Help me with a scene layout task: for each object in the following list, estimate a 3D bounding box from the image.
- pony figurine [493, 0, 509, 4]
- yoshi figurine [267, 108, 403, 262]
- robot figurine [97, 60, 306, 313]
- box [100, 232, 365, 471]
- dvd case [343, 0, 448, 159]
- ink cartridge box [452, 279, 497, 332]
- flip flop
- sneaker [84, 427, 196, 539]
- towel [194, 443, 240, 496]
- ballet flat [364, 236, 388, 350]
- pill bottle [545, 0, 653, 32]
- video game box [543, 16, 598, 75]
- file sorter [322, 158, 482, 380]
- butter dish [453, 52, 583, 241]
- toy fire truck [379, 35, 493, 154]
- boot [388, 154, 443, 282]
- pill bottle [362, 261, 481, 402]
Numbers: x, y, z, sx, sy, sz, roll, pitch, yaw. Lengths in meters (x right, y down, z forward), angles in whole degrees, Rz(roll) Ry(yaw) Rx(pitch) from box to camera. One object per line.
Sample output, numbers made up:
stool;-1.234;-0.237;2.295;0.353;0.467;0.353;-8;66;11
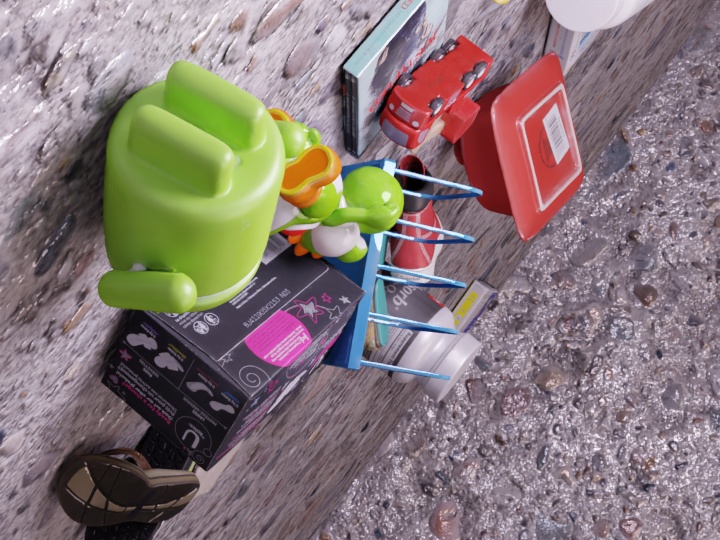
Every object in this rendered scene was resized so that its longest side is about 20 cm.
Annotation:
pony figurine;0.223;-0.362;1.357;0.193;0.167;0.200;-30;171;-47
yoshi figurine;-0.021;-0.074;1.193;0.200;0.111;0.113;49;41;-63
robot figurine;-0.115;-0.049;0.927;0.176;0.115;0.200;-61;175;-33
box;-0.113;0.059;1.233;0.200;0.132;0.115;-41;166;-50
dvd case;0.034;-0.201;1.334;0.146;0.022;0.200;-51;170;-14
ink cartridge box;0.224;0.113;3.048;0.200;0.047;0.198;-53;171;5
flip flop;-0.232;0.206;1.360;0.081;0.058;0.200;-45;153;14
sneaker;-0.219;0.232;1.487;0.200;0.072;0.083;-54;171;4
towel;-0.170;0.201;1.696;0.200;0.034;0.132;-56;170;9
ballet flat;0.000;0.000;1.659;0.071;0.070;0.201;-33;127;-60
pill bottle;0.310;-0.366;1.726;0.200;0.113;0.114;-38;162;-54
video game box;0.338;-0.392;1.954;0.200;0.047;0.182;-51;171;-10
file sorter;0.032;0.004;1.369;0.139;0.122;0.201;180;-79;-68
butter dish;0.191;-0.163;1.824;0.199;0.147;0.201;-41;123;-44
toy fire truck;0.075;-0.168;1.430;0.200;0.049;0.141;-44;167;-44
boot;0.067;-0.088;1.705;0.200;0.072;0.145;-84;174;-66
pill bottle;0.047;0.071;1.757;0.116;0.200;0.116;-51;169;-13
